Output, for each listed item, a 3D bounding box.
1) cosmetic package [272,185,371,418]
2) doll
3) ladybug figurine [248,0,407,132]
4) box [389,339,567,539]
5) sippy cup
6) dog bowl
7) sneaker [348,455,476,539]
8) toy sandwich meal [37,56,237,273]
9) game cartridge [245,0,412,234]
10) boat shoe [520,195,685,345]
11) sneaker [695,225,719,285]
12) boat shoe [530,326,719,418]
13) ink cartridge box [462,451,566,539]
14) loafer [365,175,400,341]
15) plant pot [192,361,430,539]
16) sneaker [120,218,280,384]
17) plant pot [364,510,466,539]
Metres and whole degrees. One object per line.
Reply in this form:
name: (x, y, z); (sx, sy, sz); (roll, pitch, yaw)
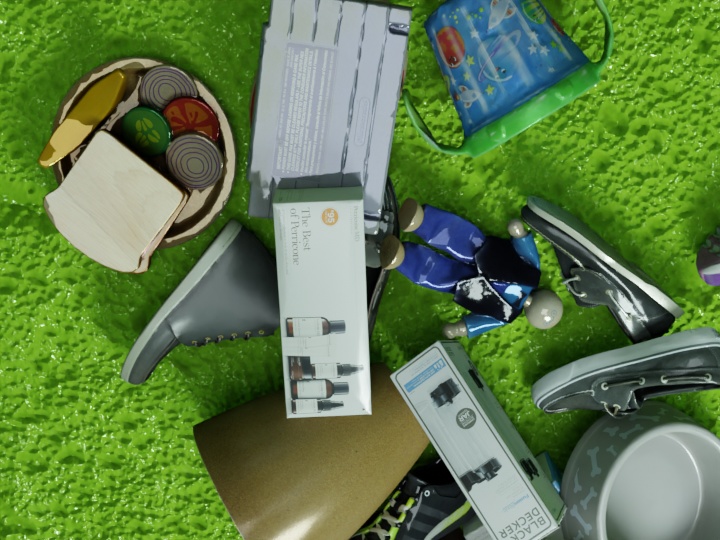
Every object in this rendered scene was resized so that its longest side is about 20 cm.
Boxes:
cosmetic package: (-0.032, 0.030, 0.920); (0.081, 0.051, 0.204); (-3, 108, -2)
doll: (0.114, 0.007, 1.002); (0.197, 0.049, 0.138); (24, 101, -21)
ladybug figurine: (-0.032, -0.166, 0.952); (0.134, 0.072, 0.202); (27, 106, -7)
box: (0.117, 0.167, 0.990); (0.060, 0.116, 0.202); (-36, 79, 11)
sippy cup: (0.127, -0.192, 0.918); (0.176, 0.139, 0.132); (-32, 95, -22)
dog bowl: (0.301, 0.237, 1.037); (0.196, 0.059, 0.205); (-1, 93, -19)
sneaker: (0.045, 0.241, 1.043); (0.199, 0.071, 0.084); (-33, 124, -28)
toy sandwich meal: (-0.215, -0.100, 0.976); (0.201, 0.070, 0.209); (0, 107, 1)
game cartridge: (-0.031, -0.139, 0.905); (0.127, 0.038, 0.204); (10, 109, 1)
boat shoe: (0.226, 0.004, 0.998); (0.199, 0.072, 0.068); (38, 107, -15)
sneaker: (0.425, -0.023, 0.987); (0.197, 0.081, 0.090); (-24, 113, 7)
boat shoe: (0.262, 0.112, 1.007); (0.197, 0.058, 0.068); (-22, 151, 25)
ink cartridge box: (0.208, 0.312, 1.095); (0.115, 0.068, 0.201); (-33, 104, 11)
loafer: (0.000, 0.000, 1.006); (0.070, 0.063, 0.204); (7, 107, -1)
plant pot: (-0.036, 0.183, 1.016); (0.198, 0.186, 0.188); (-31, 105, -4)
sneaker: (-0.149, 0.058, 1.020); (0.106, 0.075, 0.201); (39, 103, -8)
plant pot: (0.047, 0.380, 1.049); (0.183, 0.200, 0.191); (0, 108, 1)
